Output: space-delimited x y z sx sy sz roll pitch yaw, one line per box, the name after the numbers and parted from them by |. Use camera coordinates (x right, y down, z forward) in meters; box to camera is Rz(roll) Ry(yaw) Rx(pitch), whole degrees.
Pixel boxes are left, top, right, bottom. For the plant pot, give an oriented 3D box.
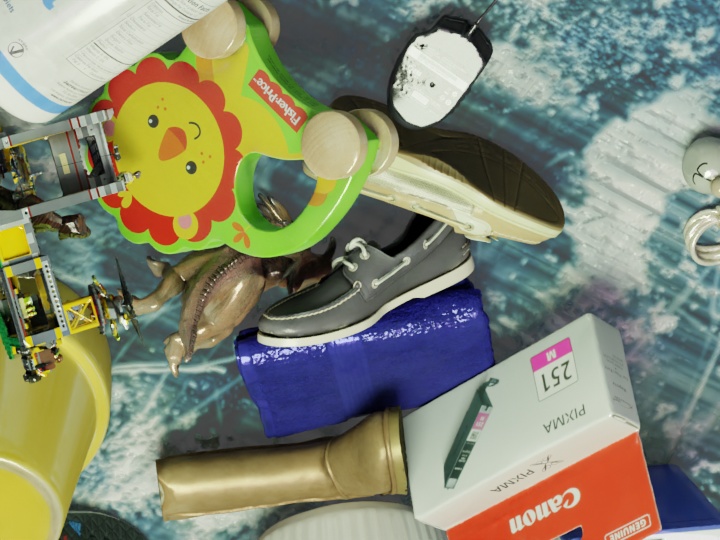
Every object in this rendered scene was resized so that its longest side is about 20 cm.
-0.286 0.126 1.667 0.199 0.190 0.202 -4 126 -5 | plant pot

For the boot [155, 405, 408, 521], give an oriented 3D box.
-0.063 0.160 1.754 0.198 0.067 0.175 -5 162 -4 | boot

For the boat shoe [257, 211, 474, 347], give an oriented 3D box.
0.000 0.000 1.647 0.199 0.072 0.063 -24 114 -33 | boat shoe

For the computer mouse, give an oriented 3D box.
0.085 -0.185 1.589 0.058 0.034 0.200 35 111 -9 | computer mouse

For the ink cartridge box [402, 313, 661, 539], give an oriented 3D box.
0.126 0.154 1.695 0.199 0.175 0.043 -32 140 30 | ink cartridge box

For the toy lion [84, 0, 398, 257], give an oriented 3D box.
-0.099 -0.084 1.559 0.200 0.069 0.192 44 113 16 | toy lion

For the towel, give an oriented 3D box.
0.005 0.067 1.734 0.198 0.050 0.148 -11 151 1 | towel

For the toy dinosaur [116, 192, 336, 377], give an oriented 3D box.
-0.095 0.005 1.629 0.135 0.200 0.086 -29 94 12 | toy dinosaur

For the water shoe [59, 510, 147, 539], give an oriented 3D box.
-0.252 0.239 1.822 0.199 0.072 0.079 25 136 -36 | water shoe

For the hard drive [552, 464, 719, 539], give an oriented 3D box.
0.214 0.195 1.775 0.131 0.200 0.026 -5 98 -3 | hard drive

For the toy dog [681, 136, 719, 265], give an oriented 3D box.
0.346 -0.042 1.677 0.198 0.097 0.133 -5 126 -3 | toy dog

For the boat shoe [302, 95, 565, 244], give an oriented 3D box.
0.056 -0.064 1.646 0.199 0.074 0.063 20 128 -16 | boat shoe

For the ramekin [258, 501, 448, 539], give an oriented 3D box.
-0.005 0.266 1.825 0.200 0.095 0.203 -5 150 -3 | ramekin

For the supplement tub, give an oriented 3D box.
-0.175 -0.202 1.480 0.199 0.132 0.132 -33 123 16 | supplement tub

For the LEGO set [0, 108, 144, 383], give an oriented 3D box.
-0.211 -0.031 1.572 0.115 0.154 0.202 -16 87 -17 | LEGO set
